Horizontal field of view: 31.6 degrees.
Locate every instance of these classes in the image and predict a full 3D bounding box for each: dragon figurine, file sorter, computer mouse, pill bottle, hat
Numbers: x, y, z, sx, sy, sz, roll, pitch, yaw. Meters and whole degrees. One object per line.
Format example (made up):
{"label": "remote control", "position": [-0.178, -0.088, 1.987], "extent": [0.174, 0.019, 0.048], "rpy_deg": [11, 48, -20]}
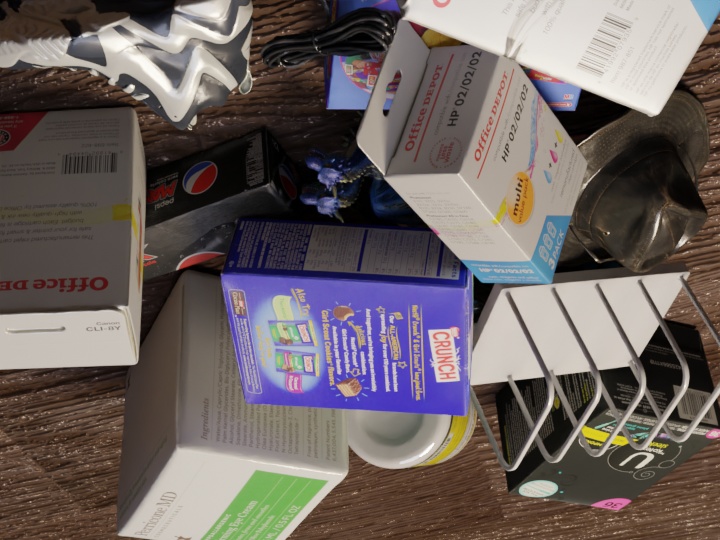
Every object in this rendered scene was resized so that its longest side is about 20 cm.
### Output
{"label": "dragon figurine", "position": [0.038, -0.076, 1.053], "extent": [0.200, 0.100, 0.059], "rpy_deg": [13, 141, -23]}
{"label": "file sorter", "position": [0.213, 0.090, 1.159], "extent": [0.200, 0.125, 0.139], "rpy_deg": [-5, 140, -23]}
{"label": "computer mouse", "position": [-0.051, -0.218, 0.853], "extent": [0.109, 0.044, 0.200], "rpy_deg": [3, 136, 32]}
{"label": "pill bottle", "position": [0.056, 0.143, 1.300], "extent": [0.112, 0.113, 0.200], "rpy_deg": [-15, 169, 14]}
{"label": "hat", "position": [0.240, -0.051, 1.081], "extent": [0.200, 0.081, 0.201], "rpy_deg": [-22, 144, -16]}

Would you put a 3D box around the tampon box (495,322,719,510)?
{"label": "tampon box", "position": [0.262, 0.154, 1.370], "extent": [0.150, 0.126, 0.200], "rpy_deg": [12, 141, -21]}

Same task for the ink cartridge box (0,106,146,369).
{"label": "ink cartridge box", "position": [-0.246, -0.025, 1.001], "extent": [0.145, 0.200, 0.083], "rpy_deg": [-2, 144, -3]}

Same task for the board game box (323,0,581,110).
{"label": "board game box", "position": [0.077, -0.182, 0.959], "extent": [0.199, 0.045, 0.135], "rpy_deg": [0, 143, -7]}

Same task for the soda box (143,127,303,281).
{"label": "soda box", "position": [-0.152, -0.049, 1.098], "extent": [0.200, 0.063, 0.071], "rpy_deg": [-18, 142, 17]}

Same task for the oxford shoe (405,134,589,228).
{"label": "oxford shoe", "position": [0.135, -0.051, 1.117], "extent": [0.200, 0.075, 0.070], "rpy_deg": [-27, 136, 22]}

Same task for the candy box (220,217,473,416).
{"label": "candy box", "position": [-0.004, 0.042, 1.078], "extent": [0.199, 0.077, 0.169], "rpy_deg": [4, 136, 8]}

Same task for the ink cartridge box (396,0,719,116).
{"label": "ink cartridge box", "position": [0.138, -0.211, 0.846], "extent": [0.200, 0.084, 0.145], "rpy_deg": [18, 118, -18]}

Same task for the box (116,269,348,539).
{"label": "box", "position": [-0.128, 0.143, 1.247], "extent": [0.171, 0.200, 0.199], "rpy_deg": [13, 141, -21]}

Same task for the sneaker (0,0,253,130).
{"label": "sneaker", "position": [-0.171, -0.149, 0.943], "extent": [0.199, 0.080, 0.130], "rpy_deg": [-15, 135, -3]}

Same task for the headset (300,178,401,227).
{"label": "headset", "position": [0.000, 0.000, 1.158], "extent": [0.123, 0.094, 0.200], "rpy_deg": [-25, 110, 31]}

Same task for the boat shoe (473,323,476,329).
{"label": "boat shoe", "position": [0.105, 0.048, 1.268], "extent": [0.200, 0.074, 0.065], "rpy_deg": [12, 125, -27]}

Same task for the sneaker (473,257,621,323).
{"label": "sneaker", "position": [0.159, 0.039, 1.214], "extent": [0.199, 0.073, 0.082], "rpy_deg": [-3, 123, -15]}

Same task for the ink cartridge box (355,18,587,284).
{"label": "ink cartridge box", "position": [0.088, -0.087, 0.942], "extent": [0.068, 0.115, 0.200], "rpy_deg": [2, 152, 37]}
